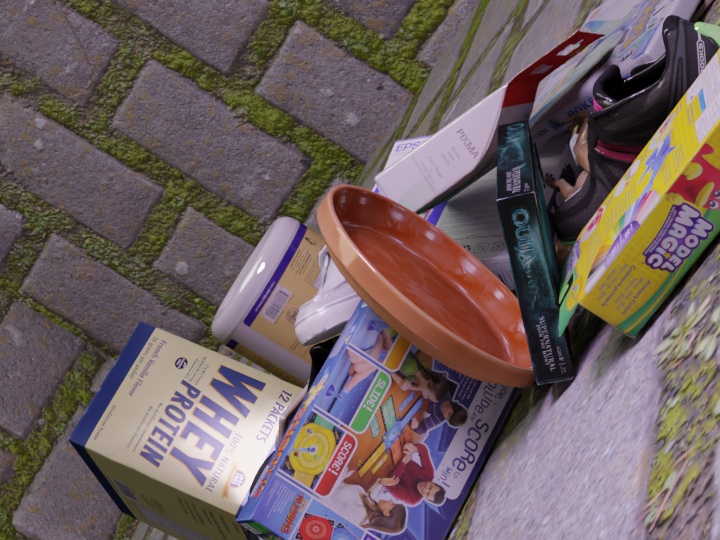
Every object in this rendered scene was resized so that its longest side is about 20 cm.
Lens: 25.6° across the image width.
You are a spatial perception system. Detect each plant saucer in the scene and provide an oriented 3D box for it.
[{"bbox_3d":[0.050,0.014,1.136,0.032,0.200,0.200,-52,8,17],"label":"plant saucer"}]

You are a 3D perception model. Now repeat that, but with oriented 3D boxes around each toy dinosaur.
[{"bbox_3d":[0.192,-0.082,1.255,0.101,0.058,0.200,-98,30,-57],"label":"toy dinosaur"}]

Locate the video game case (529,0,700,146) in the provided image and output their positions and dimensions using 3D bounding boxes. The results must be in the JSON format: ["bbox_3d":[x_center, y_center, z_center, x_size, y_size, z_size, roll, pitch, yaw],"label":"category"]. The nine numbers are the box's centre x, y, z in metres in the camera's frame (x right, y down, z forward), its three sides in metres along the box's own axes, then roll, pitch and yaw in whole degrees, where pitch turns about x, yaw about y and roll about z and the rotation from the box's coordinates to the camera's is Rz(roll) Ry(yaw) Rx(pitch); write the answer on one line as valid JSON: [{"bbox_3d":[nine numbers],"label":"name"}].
[{"bbox_3d":[0.229,-0.203,1.382,0.182,0.022,0.200,-32,20,51],"label":"video game case"}]

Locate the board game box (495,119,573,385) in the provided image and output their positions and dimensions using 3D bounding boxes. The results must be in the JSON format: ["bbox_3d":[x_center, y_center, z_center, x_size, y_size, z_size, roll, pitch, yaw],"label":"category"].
[{"bbox_3d":[0.124,-0.019,1.135,0.028,0.135,0.200,-12,18,9],"label":"board game box"}]

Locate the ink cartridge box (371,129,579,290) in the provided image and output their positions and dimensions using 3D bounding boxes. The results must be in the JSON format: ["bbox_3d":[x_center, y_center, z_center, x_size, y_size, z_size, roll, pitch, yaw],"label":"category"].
[{"bbox_3d":[0.090,-0.055,1.412,0.198,0.043,0.200,-6,40,32],"label":"ink cartridge box"}]

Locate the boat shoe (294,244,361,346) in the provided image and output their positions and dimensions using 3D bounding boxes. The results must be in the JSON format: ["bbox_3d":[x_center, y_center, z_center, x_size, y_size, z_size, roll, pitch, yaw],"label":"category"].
[{"bbox_3d":[0.000,0.000,1.247,0.072,0.069,0.200,-31,1,38],"label":"boat shoe"}]

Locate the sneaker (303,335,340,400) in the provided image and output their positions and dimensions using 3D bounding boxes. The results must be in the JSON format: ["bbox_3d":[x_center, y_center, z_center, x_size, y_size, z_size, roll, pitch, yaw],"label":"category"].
[{"bbox_3d":[-0.020,0.150,1.239,0.071,0.080,0.200,-8,75,33],"label":"sneaker"}]

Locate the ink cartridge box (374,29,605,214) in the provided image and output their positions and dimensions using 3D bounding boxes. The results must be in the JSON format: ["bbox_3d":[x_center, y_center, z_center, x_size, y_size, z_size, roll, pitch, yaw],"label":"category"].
[{"bbox_3d":[0.117,-0.118,1.292,0.200,0.050,0.161,-33,-2,17],"label":"ink cartridge box"}]

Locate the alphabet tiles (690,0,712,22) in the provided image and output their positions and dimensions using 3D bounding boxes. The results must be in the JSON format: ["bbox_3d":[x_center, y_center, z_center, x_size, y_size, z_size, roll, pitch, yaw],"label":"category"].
[{"bbox_3d":[0.273,-0.223,1.441,0.167,0.008,0.200,-54,7,32],"label":"alphabet tiles"}]

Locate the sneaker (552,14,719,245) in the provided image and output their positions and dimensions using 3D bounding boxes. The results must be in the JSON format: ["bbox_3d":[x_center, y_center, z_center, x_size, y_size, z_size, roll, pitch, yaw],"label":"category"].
[{"bbox_3d":[0.191,-0.100,1.120,0.200,0.084,0.077,-56,5,32],"label":"sneaker"}]

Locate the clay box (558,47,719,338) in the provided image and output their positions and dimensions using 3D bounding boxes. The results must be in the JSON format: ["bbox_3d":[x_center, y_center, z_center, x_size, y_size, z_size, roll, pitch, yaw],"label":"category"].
[{"bbox_3d":[0.196,-0.045,0.997,0.200,0.048,0.115,-57,6,26],"label":"clay box"}]

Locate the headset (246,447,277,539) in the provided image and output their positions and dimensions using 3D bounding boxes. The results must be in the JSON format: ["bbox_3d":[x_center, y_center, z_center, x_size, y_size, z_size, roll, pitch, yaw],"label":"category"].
[{"bbox_3d":[-0.031,0.220,1.186,0.094,0.123,0.200,155,123,-75],"label":"headset"}]

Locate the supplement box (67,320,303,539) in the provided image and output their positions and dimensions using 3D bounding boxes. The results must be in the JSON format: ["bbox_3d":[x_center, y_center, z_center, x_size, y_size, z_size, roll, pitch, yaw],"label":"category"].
[{"bbox_3d":[-0.135,0.179,1.503,0.134,0.200,0.200,-61,-20,-22],"label":"supplement box"}]

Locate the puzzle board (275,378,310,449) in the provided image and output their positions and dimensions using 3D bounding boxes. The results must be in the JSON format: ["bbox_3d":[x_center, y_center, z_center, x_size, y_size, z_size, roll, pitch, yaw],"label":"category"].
[{"bbox_3d":[-0.039,0.163,1.416,0.151,0.017,0.200,-46,-32,-47],"label":"puzzle board"}]

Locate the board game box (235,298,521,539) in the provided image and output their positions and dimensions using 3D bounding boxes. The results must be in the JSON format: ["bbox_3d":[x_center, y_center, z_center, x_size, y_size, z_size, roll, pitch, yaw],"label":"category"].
[{"bbox_3d":[0.018,0.127,1.136,0.200,0.135,0.034,-60,13,-21],"label":"board game box"}]

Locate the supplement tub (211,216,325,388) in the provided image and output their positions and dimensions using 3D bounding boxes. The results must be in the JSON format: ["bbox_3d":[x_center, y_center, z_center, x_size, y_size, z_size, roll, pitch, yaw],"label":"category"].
[{"bbox_3d":[-0.032,0.054,1.582,0.145,0.200,0.145,-57,7,11],"label":"supplement tub"}]
